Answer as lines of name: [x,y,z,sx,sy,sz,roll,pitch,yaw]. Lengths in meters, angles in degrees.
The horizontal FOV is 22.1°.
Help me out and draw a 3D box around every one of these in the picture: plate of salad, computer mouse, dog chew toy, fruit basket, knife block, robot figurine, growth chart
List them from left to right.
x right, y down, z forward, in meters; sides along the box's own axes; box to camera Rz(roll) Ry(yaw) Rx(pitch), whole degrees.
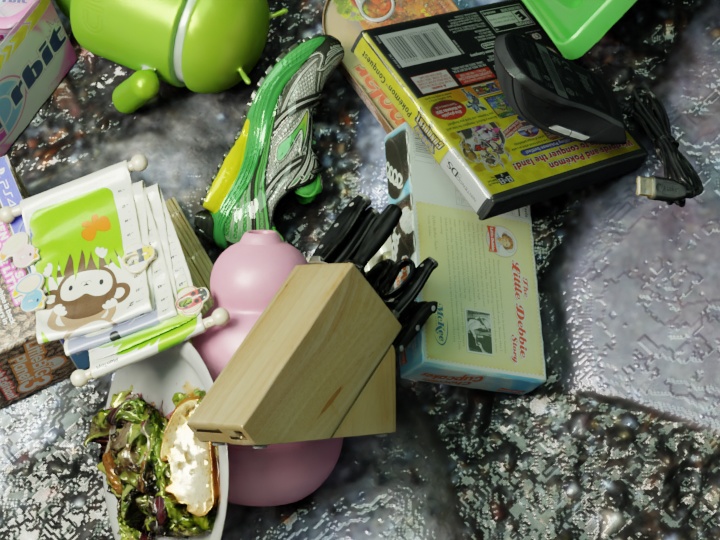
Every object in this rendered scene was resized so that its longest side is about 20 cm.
growth chart: [-0.194,-0.001,1.387,0.144,0.018,0.201,-27,54,-2]
plate of salad: [-0.155,0.144,1.364,0.048,0.200,0.202,-1,60,-34]
robot figurine: [-0.165,-0.222,1.559,0.198,0.116,0.177,21,71,14]
dog chew toy: [-0.074,0.071,1.386,0.123,0.125,0.203,1,100,6]
knife block: [-0.030,0.031,1.311,0.064,0.199,0.178,-3,88,47]
computer mouse: [0.182,-0.106,1.448,0.046,0.199,0.141,-47,45,30]
fruit basket: [0.198,-0.274,1.542,0.156,0.215,0.216,-45,67,16]

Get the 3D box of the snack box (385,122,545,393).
snack box: [0.081,-0.009,1.442,0.115,0.037,0.202,10,65,-29]

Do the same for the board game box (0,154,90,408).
board game box: [-0.335,0.032,1.473,0.198,0.097,0.161,-24,66,-5]

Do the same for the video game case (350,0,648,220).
video game case: [0.114,-0.135,1.480,0.199,0.026,0.181,-18,63,-42]

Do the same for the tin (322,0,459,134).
tin: [0.046,-0.174,1.561,0.111,0.042,0.201,-30,67,-12]

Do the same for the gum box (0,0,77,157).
gum box: [-0.325,-0.154,1.546,0.066,0.114,0.201,29,72,17]

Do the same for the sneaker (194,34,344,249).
sneaker: [-0.059,-0.102,1.524,0.084,0.078,0.202,24,82,6]

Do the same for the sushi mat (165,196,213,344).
sushi mat: [-0.148,0.041,1.497,0.095,0.012,0.201,-28,67,-9]

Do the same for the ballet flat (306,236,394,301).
ballet flat: [0.000,0.000,1.473,0.198,0.070,0.070,-22,66,-5]
